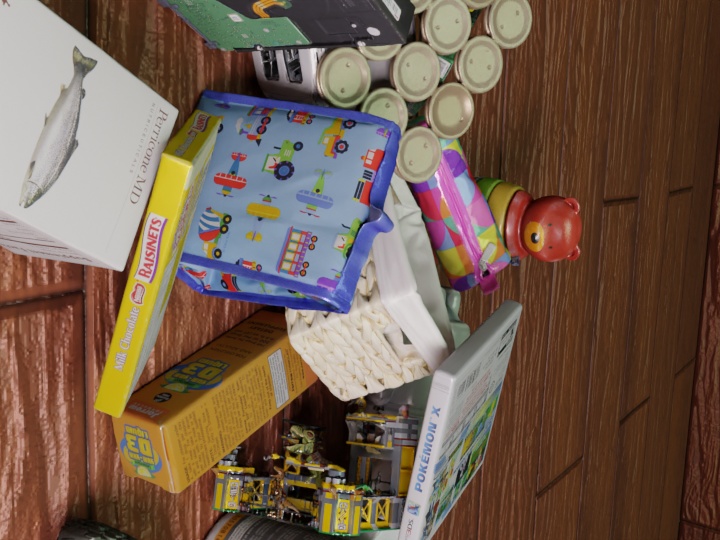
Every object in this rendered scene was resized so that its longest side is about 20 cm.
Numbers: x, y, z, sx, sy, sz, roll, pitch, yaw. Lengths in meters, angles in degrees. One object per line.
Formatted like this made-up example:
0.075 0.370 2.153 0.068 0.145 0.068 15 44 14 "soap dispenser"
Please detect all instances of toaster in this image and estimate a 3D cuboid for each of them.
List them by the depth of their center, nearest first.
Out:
-0.027 -0.233 0.779 0.128 0.112 0.205 -25 119 -36 "toaster"

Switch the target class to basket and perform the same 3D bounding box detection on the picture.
0.000 0.000 0.804 0.136 0.121 0.203 55 18 -47 "basket"

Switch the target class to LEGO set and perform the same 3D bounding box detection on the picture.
-0.038 0.167 0.800 0.152 0.197 0.119 15 77 -43 "LEGO set"

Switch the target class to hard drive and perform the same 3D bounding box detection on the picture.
-0.073 -0.217 0.644 0.139 0.196 0.039 37 65 -52 "hard drive"

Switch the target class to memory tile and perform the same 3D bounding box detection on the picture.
0.059 -0.193 0.759 0.153 0.017 0.202 38 83 -30 "memory tile"

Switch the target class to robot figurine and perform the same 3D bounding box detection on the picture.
0.064 0.116 1.007 0.168 0.111 0.205 11 89 -55 "robot figurine"

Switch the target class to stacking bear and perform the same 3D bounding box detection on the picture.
0.170 -0.057 1.056 0.113 0.196 0.125 -18 112 -53 "stacking bear"

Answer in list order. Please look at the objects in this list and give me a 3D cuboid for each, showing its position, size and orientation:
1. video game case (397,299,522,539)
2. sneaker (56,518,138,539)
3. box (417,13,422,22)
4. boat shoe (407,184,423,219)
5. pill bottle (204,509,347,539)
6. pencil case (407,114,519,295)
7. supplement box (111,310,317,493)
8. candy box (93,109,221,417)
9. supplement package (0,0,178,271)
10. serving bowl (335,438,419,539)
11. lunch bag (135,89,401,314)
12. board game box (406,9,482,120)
0.094 0.140 0.805 0.199 0.022 0.187 -31 135 -60 "video game case"
-0.184 0.270 0.689 0.086 0.077 0.203 -54 139 -34 "sneaker"
0.077 -0.310 0.876 0.200 0.076 0.097 -45 112 -79 "box"
0.035 -0.019 0.983 0.201 0.058 0.073 -56 138 -34 "boat shoe"
-0.049 0.297 0.793 0.115 0.196 0.120 -16 109 -53 "pill bottle"
0.102 -0.076 0.968 0.088 0.087 0.203 -39 107 -46 "pencil case"
-0.120 0.107 0.764 0.199 0.065 0.070 -38 127 -48 "supplement box"
-0.145 -0.005 0.624 0.103 0.026 0.203 -81 -168 -65 "candy box"
-0.225 -0.094 0.511 0.199 0.115 0.120 35 67 -55 "supplement package"
0.024 0.251 0.926 0.199 0.066 0.201 -41 158 -20 "serving bowl"
-0.060 -0.055 0.699 0.094 0.196 0.154 41 64 -51 "lunch bag"
0.081 -0.218 0.882 0.106 0.023 0.200 -59 -176 -2 "board game box"
